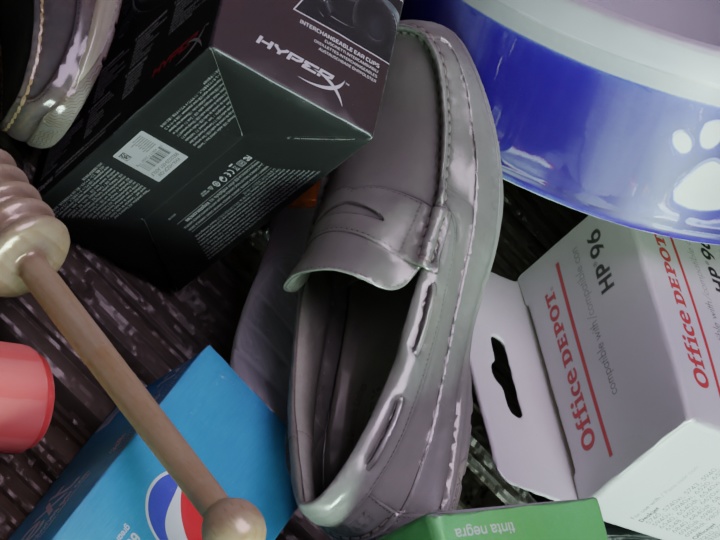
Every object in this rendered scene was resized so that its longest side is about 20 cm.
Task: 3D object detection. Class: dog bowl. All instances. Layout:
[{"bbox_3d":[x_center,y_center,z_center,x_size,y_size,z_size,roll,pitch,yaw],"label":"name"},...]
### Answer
[{"bbox_3d":[0.109,-0.089,1.168,0.199,0.079,0.200,15,22,-6],"label":"dog bowl"}]

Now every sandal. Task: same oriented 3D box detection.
[{"bbox_3d":[-0.008,-0.003,1.163,0.079,0.059,0.207,28,53,0],"label":"sandal"}]

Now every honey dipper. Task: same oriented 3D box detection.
[{"bbox_3d":[-0.092,0.030,1.031,0.038,0.038,0.200,-8,44,-40],"label":"honey dipper"}]

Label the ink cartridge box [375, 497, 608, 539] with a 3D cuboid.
[{"bbox_3d":[0.038,0.199,1.038,0.084,0.146,0.201,-1,69,-39],"label":"ink cartridge box"}]

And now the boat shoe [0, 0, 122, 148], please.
[{"bbox_3d":[-0.136,-0.136,1.127,0.073,0.075,0.201,12,52,-22],"label":"boat shoe"}]

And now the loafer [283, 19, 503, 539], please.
[{"bbox_3d":[0.008,0.000,1.066,0.070,0.070,0.201,21,66,-50],"label":"loafer"}]

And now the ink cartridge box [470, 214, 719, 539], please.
[{"bbox_3d":[0.135,0.046,1.151,0.199,0.068,0.116,20,42,-36],"label":"ink cartridge box"}]

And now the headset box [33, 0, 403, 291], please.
[{"bbox_3d":[-0.045,-0.115,1.126,0.077,0.149,0.201,28,53,-21],"label":"headset box"}]

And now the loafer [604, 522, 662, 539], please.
[{"bbox_3d":[0.139,0.101,1.224,0.199,0.073,0.073,6,56,-47],"label":"loafer"}]

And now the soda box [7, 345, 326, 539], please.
[{"bbox_3d":[-0.097,0.120,1.027,0.068,0.064,0.200,47,48,-10],"label":"soda box"}]

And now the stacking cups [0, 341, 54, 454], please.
[{"bbox_3d":[-0.201,0.038,1.000,0.199,0.060,0.061,11,62,-40],"label":"stacking cups"}]
